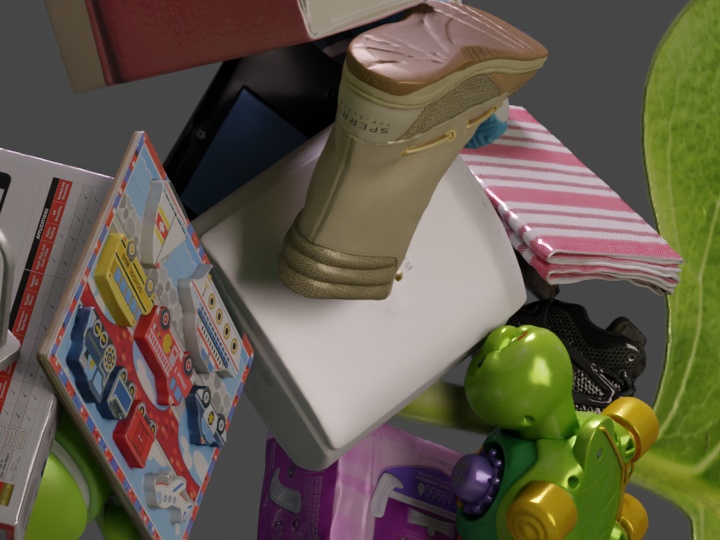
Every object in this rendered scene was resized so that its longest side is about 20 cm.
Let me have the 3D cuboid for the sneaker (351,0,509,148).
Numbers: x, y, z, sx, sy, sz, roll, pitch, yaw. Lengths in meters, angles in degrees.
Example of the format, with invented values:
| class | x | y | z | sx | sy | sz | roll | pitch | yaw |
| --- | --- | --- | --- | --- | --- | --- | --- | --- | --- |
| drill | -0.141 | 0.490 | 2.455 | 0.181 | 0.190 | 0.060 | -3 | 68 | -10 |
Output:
| class | x | y | z | sx | sy | sz | roll | pitch | yaw |
| --- | --- | --- | --- | --- | --- | --- | --- | --- | --- |
| sneaker | 0.034 | -0.166 | 1.646 | 0.081 | 0.077 | 0.200 | -28 | 77 | -40 |

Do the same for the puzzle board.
| class | x | y | z | sx | sy | sz | roll | pitch | yaw |
| --- | --- | --- | --- | --- | --- | --- | --- | --- | --- |
| puzzle board | -0.107 | 0.046 | 1.412 | 0.200 | 0.017 | 0.151 | 68 | 34 | -48 |

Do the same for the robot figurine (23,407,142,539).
| class | x | y | z | sx | sy | sz | roll | pitch | yaw |
| --- | --- | --- | --- | --- | --- | --- | --- | --- | --- |
| robot figurine | -0.175 | 0.076 | 1.442 | 0.176 | 0.116 | 0.200 | 48 | 52 | -23 |

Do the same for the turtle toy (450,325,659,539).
| class | x | y | z | sx | sy | sz | roll | pitch | yaw |
| --- | --- | --- | --- | --- | --- | --- | --- | --- | --- |
| turtle toy | 0.109 | 0.125 | 1.624 | 0.146 | 0.101 | 0.200 | -38 | 139 | -46 |

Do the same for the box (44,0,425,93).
| class | x | y | z | sx | sy | sz | roll | pitch | yaw |
| --- | --- | --- | --- | --- | --- | --- | --- | --- | --- |
| box | -0.075 | -0.181 | 1.530 | 0.128 | 0.200 | 0.109 | -25 | 103 | -47 |

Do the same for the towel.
| class | x | y | z | sx | sy | sz | roll | pitch | yaw |
| --- | --- | --- | --- | --- | --- | --- | --- | --- | --- |
| towel | 0.111 | -0.053 | 1.754 | 0.146 | 0.200 | 0.030 | 5 | 123 | -47 |

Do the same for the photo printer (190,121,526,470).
| class | x | y | z | sx | sy | sz | roll | pitch | yaw |
| --- | --- | --- | --- | --- | --- | --- | --- | --- | --- |
| photo printer | 0.000 | 0.000 | 1.591 | 0.200 | 0.069 | 0.167 | -36 | 97 | -30 |

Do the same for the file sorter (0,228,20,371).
| class | x | y | z | sx | sy | sz | roll | pitch | yaw |
| --- | --- | --- | --- | --- | --- | --- | --- | --- | --- |
| file sorter | -0.280 | 0.023 | 1.252 | 0.200 | 0.125 | 0.139 | -37 | 75 | -23 |

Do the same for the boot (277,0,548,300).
| class | x | y | z | sx | sy | sz | roll | pitch | yaw |
| --- | --- | --- | --- | --- | --- | --- | --- | --- | --- |
| boot | 0.029 | -0.067 | 1.520 | 0.200 | 0.073 | 0.156 | -29 | 143 | -60 |

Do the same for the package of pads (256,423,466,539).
| class | x | y | z | sx | sy | sz | roll | pitch | yaw |
| --- | --- | --- | --- | --- | --- | --- | --- | --- | --- |
| package of pads | 0.024 | 0.168 | 1.671 | 0.200 | 0.076 | 0.121 | 24 | 64 | -43 |

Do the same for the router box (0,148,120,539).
| class | x | y | z | sx | sy | sz | roll | pitch | yaw |
| --- | --- | --- | --- | --- | --- | --- | --- | --- | --- |
| router box | -0.234 | 0.026 | 1.358 | 0.179 | 0.049 | 0.200 | 15 | 66 | 0 |

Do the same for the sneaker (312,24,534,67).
| class | x | y | z | sx | sy | sz | roll | pitch | yaw |
| --- | --- | --- | --- | --- | --- | --- | --- | --- | --- |
| sneaker | 0.040 | -0.166 | 1.749 | 0.200 | 0.070 | 0.082 | -1 | 64 | -48 |

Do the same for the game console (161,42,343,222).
| class | x | y | z | sx | sy | sz | roll | pitch | yaw |
| --- | --- | --- | --- | --- | --- | --- | --- | --- | --- |
| game console | -0.040 | -0.036 | 1.630 | 0.177 | 0.031 | 0.200 | 39 | 63 | -22 |

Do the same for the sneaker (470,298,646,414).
| class | x | y | z | sx | sy | sz | roll | pitch | yaw |
| --- | --- | --- | --- | --- | --- | --- | --- | --- | --- |
| sneaker | 0.159 | 0.107 | 1.762 | 0.076 | 0.114 | 0.200 | 59 | 6 | -77 |

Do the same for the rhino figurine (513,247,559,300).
| class | x | y | z | sx | sy | sz | roll | pitch | yaw |
| --- | --- | --- | --- | --- | --- | --- | --- | --- | --- |
| rhino figurine | 0.079 | -0.019 | 1.770 | 0.200 | 0.060 | 0.088 | 10 | 76 | -42 |
